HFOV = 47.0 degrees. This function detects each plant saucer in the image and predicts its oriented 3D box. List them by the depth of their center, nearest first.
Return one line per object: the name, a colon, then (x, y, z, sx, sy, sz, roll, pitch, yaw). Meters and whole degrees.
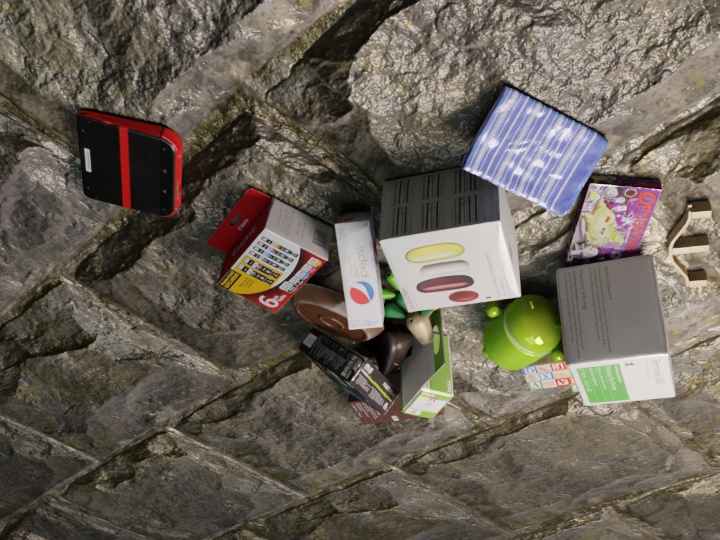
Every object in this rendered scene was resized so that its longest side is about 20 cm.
plant saucer: (-0.052, 0.089, 1.620, 0.199, 0.035, 0.200, 22, 159, 9)

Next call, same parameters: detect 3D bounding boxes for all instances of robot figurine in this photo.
robot figurine: (0.309, 0.119, 1.582, 0.175, 0.116, 0.200, 35, 150, 0)

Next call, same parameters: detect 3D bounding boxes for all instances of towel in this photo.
towel: (0.273, -0.181, 1.289, 0.199, 0.024, 0.145, 22, 110, -17)

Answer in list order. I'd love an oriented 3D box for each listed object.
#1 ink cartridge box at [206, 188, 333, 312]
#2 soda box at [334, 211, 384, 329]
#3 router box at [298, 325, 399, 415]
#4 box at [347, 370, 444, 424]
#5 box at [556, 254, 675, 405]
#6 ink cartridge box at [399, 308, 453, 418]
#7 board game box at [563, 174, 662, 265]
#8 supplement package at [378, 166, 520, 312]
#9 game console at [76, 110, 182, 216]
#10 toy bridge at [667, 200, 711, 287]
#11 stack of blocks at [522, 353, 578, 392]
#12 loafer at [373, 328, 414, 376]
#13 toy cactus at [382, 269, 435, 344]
ink cartridge box: (-0.178, -0.035, 1.522, 0.175, 0.084, 0.200, 27, 136, -20)
soda box: (0.000, 0.000, 1.477, 0.063, 0.068, 0.201, -5, 107, 7)
router box: (-0.022, 0.208, 1.703, 0.150, 0.062, 0.200, 28, 166, 34)
box: (0.082, 0.282, 1.854, 0.199, 0.075, 0.100, -13, 135, 19)
box: (0.459, 0.112, 1.483, 0.170, 0.201, 0.199, -10, 147, 19)
ink cartridge box: (0.151, 0.185, 1.670, 0.075, 0.148, 0.200, 14, 139, -17)
board game box: (0.429, -0.079, 1.423, 0.119, 0.032, 0.201, 2, 139, 1)
supplement package: (0.154, -0.053, 1.401, 0.199, 0.148, 0.192, -9, 136, 17)
game console: (-0.398, -0.182, 1.436, 0.176, 0.031, 0.200, 15, 138, -1)
toy bridge: (0.570, -0.044, 1.439, 0.067, 0.027, 0.200, -5, 137, 16)
stack of blocks: (0.442, 0.196, 1.709, 0.199, 0.059, 0.115, -10, 136, 19)
loafer: (0.074, 0.170, 1.702, 0.071, 0.073, 0.200, -11, 164, -10)
toy cactus: (0.093, 0.072, 1.575, 0.199, 0.102, 0.165, -18, 114, 28)
